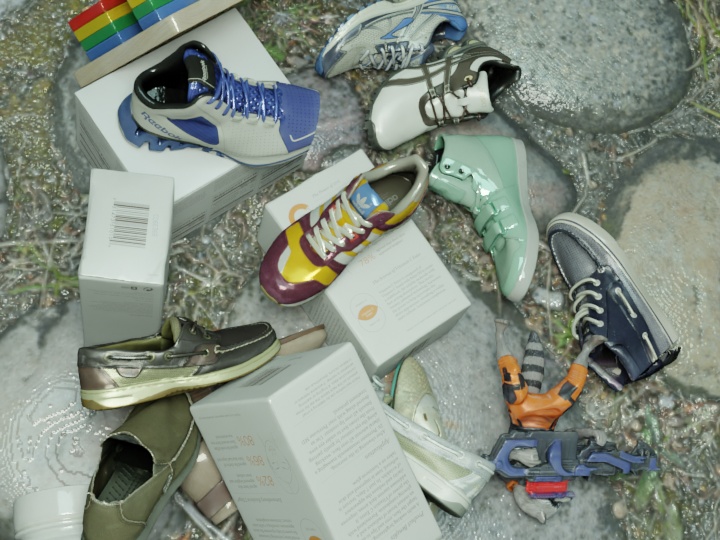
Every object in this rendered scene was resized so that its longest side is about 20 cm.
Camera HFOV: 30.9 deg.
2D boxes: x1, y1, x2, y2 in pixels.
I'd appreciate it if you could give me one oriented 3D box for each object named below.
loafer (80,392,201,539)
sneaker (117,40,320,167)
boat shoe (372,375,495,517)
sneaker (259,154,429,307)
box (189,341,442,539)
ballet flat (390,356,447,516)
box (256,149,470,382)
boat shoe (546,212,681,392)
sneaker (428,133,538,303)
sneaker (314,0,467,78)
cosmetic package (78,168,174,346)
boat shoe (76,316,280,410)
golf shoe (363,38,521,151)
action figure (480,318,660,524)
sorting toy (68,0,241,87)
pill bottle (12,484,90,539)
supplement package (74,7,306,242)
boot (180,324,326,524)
[{"bbox_3d":[-0.193,0.168,1.170,0.074,0.070,0.201,9,39,6],"label":"loafer"},{"bbox_3d":[-0.133,-0.160,1.249,0.197,0.115,0.082,1,71,-11],"label":"sneaker"},{"bbox_3d":[0.036,0.151,1.248,0.201,0.075,0.065,38,80,20],"label":"boat shoe"},{"bbox_3d":[-0.017,-0.046,1.256,0.200,0.090,0.075,-40,81,-22],"label":"sneaker"},{"bbox_3d":[-0.042,0.184,1.193,0.106,0.152,0.202,-31,101,-34],"label":"box"},{"bbox_3d":[0.059,0.187,1.299,0.062,0.067,0.203,-1,73,27],"label":"ballet flat"},{"bbox_3d":[0.000,0.000,1.344,0.124,0.098,0.201,-31,78,-20],"label":"box"},{"bbox_3d":[0.252,0.034,1.384,0.092,0.075,0.201,-32,78,-40],"label":"boat shoe"},{"bbox_3d":[0.123,-0.059,1.402,0.117,0.074,0.203,6,58,-16],"label":"sneaker"},{"bbox_3d":[0.041,-0.259,1.466,0.199,0.077,0.086,-32,82,-20],"label":"sneaker"},{"bbox_3d":[-0.224,-0.002,1.246,0.080,0.200,0.114,6,65,-9],"label":"cosmetic package"},{"bbox_3d":[-0.167,0.075,1.212,0.198,0.073,0.066,-17,106,-28],"label":"boat shoe"},{"bbox_3d":[0.091,-0.192,1.422,0.199,0.078,0.094,-38,37,-25],"label":"golf shoe"},{"bbox_3d":[0.203,0.160,1.331,0.198,0.104,0.196,11,82,-19],"label":"action figure"},{"bbox_3d":[-0.184,-0.281,1.330,0.198,0.199,0.070,-38,105,-38],"label":"sorting toy"},{"bbox_3d":[-0.257,0.303,1.169,0.112,0.113,0.202,-6,70,-13],"label":"pill bottle"},{"bbox_3d":[-0.174,-0.146,1.359,0.199,0.111,0.156,-32,78,-21],"label":"supplement package"},{"bbox_3d":[-0.096,0.155,1.289,0.198,0.070,0.148,-23,81,-17],"label":"boot"}]
